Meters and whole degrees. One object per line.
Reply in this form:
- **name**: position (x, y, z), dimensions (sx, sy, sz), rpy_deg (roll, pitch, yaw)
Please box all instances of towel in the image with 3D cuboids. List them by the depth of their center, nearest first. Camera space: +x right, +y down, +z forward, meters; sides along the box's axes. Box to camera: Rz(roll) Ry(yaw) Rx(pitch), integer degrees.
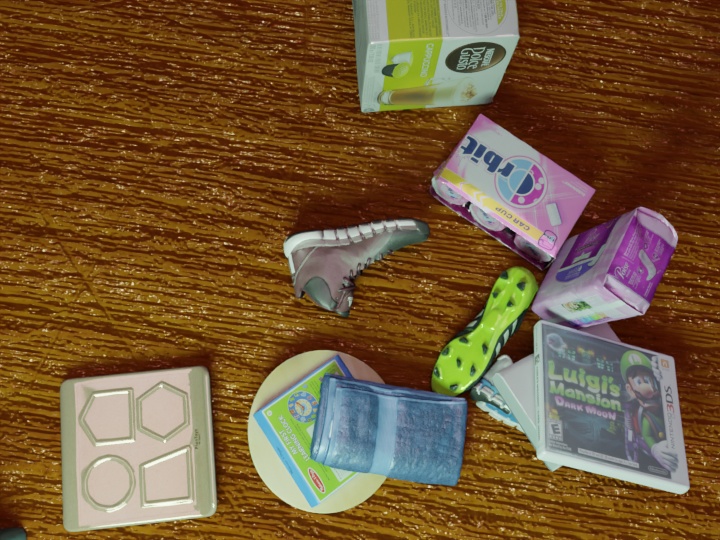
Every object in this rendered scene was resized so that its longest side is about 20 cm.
- **towel**: position (0.038, 0.201, 1.146), dimensions (0.196, 0.049, 0.114), rpy_deg (12, 73, -13)

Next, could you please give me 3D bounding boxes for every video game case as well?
- **video game case**: position (0.307, 0.165, 1.129), dimensions (0.196, 0.023, 0.185), rpy_deg (15, 53, -12)

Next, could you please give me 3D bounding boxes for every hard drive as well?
- **hard drive**: position (0.275, 0.151, 1.157), dimensions (0.197, 0.027, 0.133), rpy_deg (-21, 67, -32)

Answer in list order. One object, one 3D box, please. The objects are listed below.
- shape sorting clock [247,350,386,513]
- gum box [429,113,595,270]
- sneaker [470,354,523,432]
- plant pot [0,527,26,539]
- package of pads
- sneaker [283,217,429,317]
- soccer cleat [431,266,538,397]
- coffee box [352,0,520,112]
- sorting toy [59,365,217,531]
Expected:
- **shape sorting clock**: position (-0.046, 0.204, 1.169), dimensions (0.196, 0.039, 0.205), rpy_deg (4, 76, -14)
- **gum box**: position (0.201, -0.109, 1.242), dimensions (0.198, 0.066, 0.114), rpy_deg (34, 76, 6)
- **sneaker**: position (0.244, 0.179, 1.176), dimensions (0.198, 0.075, 0.087), rpy_deg (35, 70, 4)
- **plant pot**: position (-0.496, 0.401, 1.019), dimensions (0.191, 0.200, 0.201), rpy_deg (-5, 77, -5)
- **package of pads**: position (0.302, 0.003, 1.149), dimensions (0.075, 0.200, 0.122), rpy_deg (32, 73, -7)
- **sneaker**: position (0.000, 0.000, 1.211), dimensions (0.196, 0.076, 0.118), rpy_deg (-8, 82, 6)
- **soccer cleat**: position (0.167, 0.087, 1.196), dimensions (0.067, 0.081, 0.202), rpy_deg (39, 98, 30)
- **coffee box**: position (0.093, -0.351, 1.226), dimensions (0.193, 0.200, 0.204), rpy_deg (-4, 76, -4)
- **sorting toy**: position (-0.281, 0.223, 1.159), dimensions (0.195, 0.037, 0.189), rpy_deg (-6, 77, 0)
